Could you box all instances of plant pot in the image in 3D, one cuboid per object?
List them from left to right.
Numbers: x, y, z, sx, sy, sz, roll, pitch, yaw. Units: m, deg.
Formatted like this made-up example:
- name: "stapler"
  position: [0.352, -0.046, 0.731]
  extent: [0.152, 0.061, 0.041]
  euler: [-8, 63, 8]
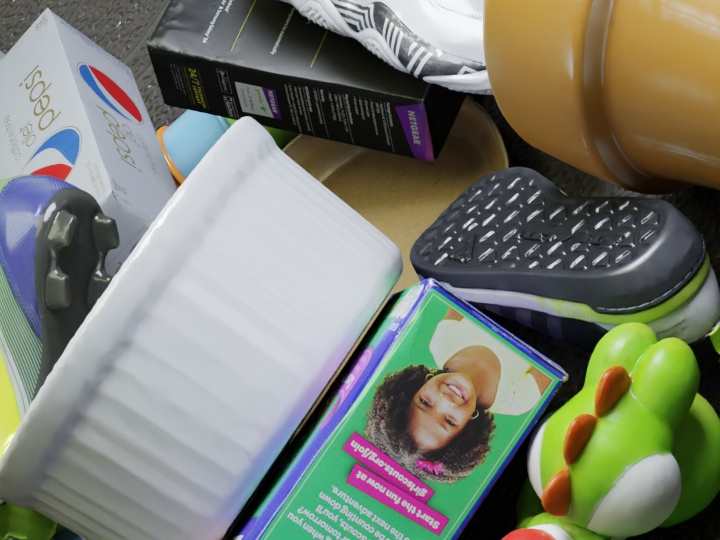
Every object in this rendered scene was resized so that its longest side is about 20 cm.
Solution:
- name: "plant pot"
  position: [0.000, 0.000, 1.434]
  extent: [0.200, 0.027, 0.201]
  euler: [-27, 45, 30]
- name: "plant pot"
  position: [0.183, -0.106, 1.216]
  extent: [0.183, 0.200, 0.201]
  euler: [30, 84, 36]

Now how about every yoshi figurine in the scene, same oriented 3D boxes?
- name: "yoshi figurine"
  position: [0.097, 0.122, 1.210]
  extent: [0.112, 0.112, 0.201]
  euler: [-125, 59, -85]

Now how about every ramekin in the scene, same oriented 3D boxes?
- name: "ramekin"
  position: [-0.067, 0.041, 1.284]
  extent: [0.201, 0.098, 0.200]
  euler: [-56, -2, -2]

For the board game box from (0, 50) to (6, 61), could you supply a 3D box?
- name: "board game box"
  position: [-0.277, -0.052, 1.690]
  extent: [0.200, 0.103, 0.105]
  euler: [-52, 38, 1]

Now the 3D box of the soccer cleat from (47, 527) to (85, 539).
- name: "soccer cleat"
  position: [-0.143, 0.136, 1.439]
  extent: [0.086, 0.070, 0.200]
  euler: [-39, 39, 25]

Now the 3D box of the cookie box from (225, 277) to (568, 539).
- name: "cookie box"
  position: [-0.006, 0.107, 1.254]
  extent: [0.200, 0.075, 0.171]
  euler: [-56, 2, -5]

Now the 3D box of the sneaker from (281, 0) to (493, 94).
- name: "sneaker"
  position: [0.027, -0.160, 1.345]
  extent: [0.200, 0.075, 0.115]
  euler: [28, 118, 29]

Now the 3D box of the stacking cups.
- name: "stacking cups"
  position: [-0.078, -0.071, 1.539]
  extent: [0.200, 0.060, 0.061]
  euler: [-36, 41, 20]

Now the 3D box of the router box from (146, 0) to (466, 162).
- name: "router box"
  position: [0.001, -0.157, 1.461]
  extent: [0.149, 0.051, 0.200]
  euler: [13, 58, 20]

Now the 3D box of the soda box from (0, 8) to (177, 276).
- name: "soda box"
  position: [-0.144, -0.052, 1.506]
  extent: [0.068, 0.064, 0.200]
  euler: [-46, 32, 14]

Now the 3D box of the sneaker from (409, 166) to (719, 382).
- name: "sneaker"
  position: [0.094, 0.013, 1.285]
  extent: [0.072, 0.083, 0.200]
  euler: [-44, 26, -15]

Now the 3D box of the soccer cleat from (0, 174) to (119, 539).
- name: "soccer cleat"
  position: [-0.169, 0.053, 1.392]
  extent: [0.083, 0.065, 0.201]
  euler: [13, 93, 36]
